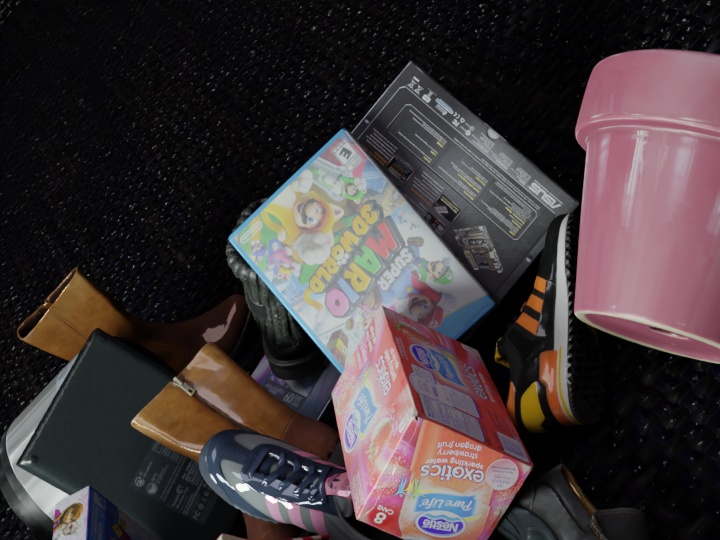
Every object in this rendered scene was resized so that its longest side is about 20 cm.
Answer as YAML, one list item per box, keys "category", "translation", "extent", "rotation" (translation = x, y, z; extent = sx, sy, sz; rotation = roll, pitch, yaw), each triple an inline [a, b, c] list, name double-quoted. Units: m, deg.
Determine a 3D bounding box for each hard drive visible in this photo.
- category: "hard drive"
  translation: [-0.193, 0.163, 1.095]
  extent: [0.141, 0.199, 0.033]
  rotation: [-63, 17, -21]

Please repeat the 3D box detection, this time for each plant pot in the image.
- category: "plant pot"
  translation: [0.238, -0.037, 0.856]
  extent: [0.199, 0.199, 0.181]
  rotation: [10, 80, 52]

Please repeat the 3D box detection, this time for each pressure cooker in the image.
- category: "pressure cooker"
  translation: [-0.270, 0.188, 1.209]
  extent: [0.200, 0.179, 0.176]
  rotation: [-44, -7, 12]

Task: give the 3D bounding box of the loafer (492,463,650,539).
- category: "loafer"
  translation: [0.168, 0.190, 0.809]
  extent: [0.072, 0.073, 0.199]
  rotation: [-49, 34, -8]

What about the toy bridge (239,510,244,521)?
- category: "toy bridge"
  translation: [-0.083, 0.284, 1.043]
  extent: [0.067, 0.027, 0.202]
  rotation: [-28, 38, 27]

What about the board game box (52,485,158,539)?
- category: "board game box"
  translation: [-0.174, 0.309, 0.968]
  extent: [0.041, 0.200, 0.201]
  rotation: [-29, 39, 14]

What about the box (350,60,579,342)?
- category: "box"
  translation: [0.070, -0.060, 1.062]
  extent: [0.159, 0.199, 0.048]
  rotation: [-50, -6, 1]

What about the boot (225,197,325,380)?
- category: "boot"
  translation: [-0.088, -0.013, 1.179]
  extent: [0.079, 0.159, 0.212]
  rotation: [-20, 40, -3]

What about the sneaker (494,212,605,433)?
- category: "sneaker"
  translation: [0.147, 0.040, 0.974]
  extent: [0.089, 0.070, 0.202]
  rotation: [-19, 46, 32]

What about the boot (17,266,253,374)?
- category: "boot"
  translation: [-0.237, 0.052, 1.289]
  extent: [0.188, 0.200, 0.069]
  rotation: [-38, 35, 16]

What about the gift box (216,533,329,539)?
- category: "gift box"
  translation: [-0.056, 0.314, 0.854]
  extent: [0.185, 0.199, 0.188]
  rotation: [-46, 35, 28]

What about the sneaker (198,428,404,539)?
- category: "sneaker"
  translation: [-0.033, 0.170, 0.941]
  extent: [0.082, 0.198, 0.071]
  rotation: [111, -176, -56]

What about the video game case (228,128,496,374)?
- category: "video game case"
  translation: [0.000, 0.000, 1.033]
  extent: [0.143, 0.200, 0.018]
  rotation: [-42, -4, 9]

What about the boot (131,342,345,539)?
- category: "boot"
  translation: [-0.116, 0.175, 1.022]
  extent: [0.199, 0.069, 0.189]
  rotation: [32, 65, 16]

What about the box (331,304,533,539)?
- category: "box"
  translation: [0.047, 0.121, 0.925]
  extent: [0.095, 0.102, 0.200]
  rotation: [-60, 17, 15]

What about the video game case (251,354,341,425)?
- category: "video game case"
  translation: [-0.044, 0.085, 1.201]
  extent: [0.142, 0.019, 0.201]
  rotation: [16, 71, 54]
